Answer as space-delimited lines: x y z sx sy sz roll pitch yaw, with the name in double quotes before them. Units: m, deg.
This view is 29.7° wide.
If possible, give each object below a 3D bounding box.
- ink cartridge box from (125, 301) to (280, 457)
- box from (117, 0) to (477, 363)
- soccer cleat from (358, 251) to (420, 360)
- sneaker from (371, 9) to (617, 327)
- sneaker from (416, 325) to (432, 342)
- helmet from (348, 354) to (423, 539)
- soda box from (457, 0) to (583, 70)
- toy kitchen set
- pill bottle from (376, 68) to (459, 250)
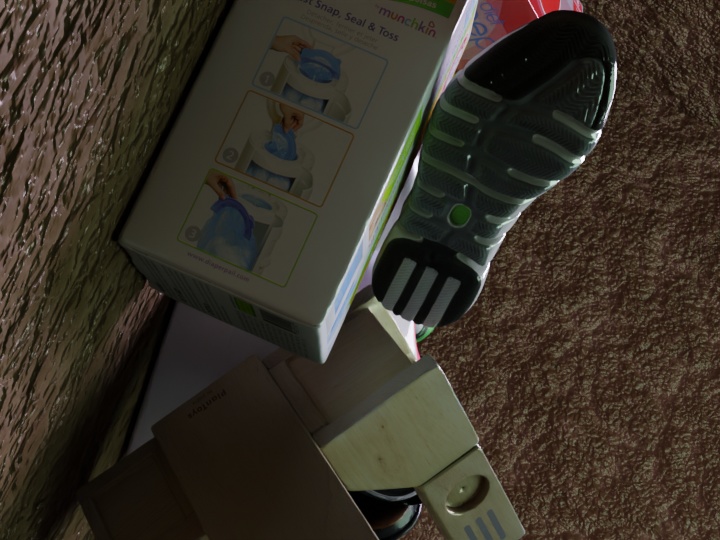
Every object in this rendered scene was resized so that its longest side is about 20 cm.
"ink cartridge box" -0.065 0.043 0.879 0.200 0.083 0.146 -58 170 -65
"box" -0.023 -0.071 0.665 0.113 0.101 0.201 93 21 -78
"soccer cleat" 0.000 0.000 1.013 0.076 0.201 0.067 -4 166 -44
"sneaker" 0.067 -0.073 0.702 0.200 0.075 0.116 -57 -172 39
"sneaker" 0.004 0.019 1.263 0.078 0.085 0.200 -43 -153 -1
"helmet" -0.032 0.149 1.177 0.200 0.189 0.202 -178 -90 -86
"soda box" 0.066 -0.177 0.780 0.200 0.070 0.064 45 45 -53
"toy kitchen set" -0.010 0.159 0.745 0.199 0.163 0.181 -34 134 -5
"pill bottle" -0.001 -0.085 0.827 0.200 0.109 0.110 -63 174 -49
